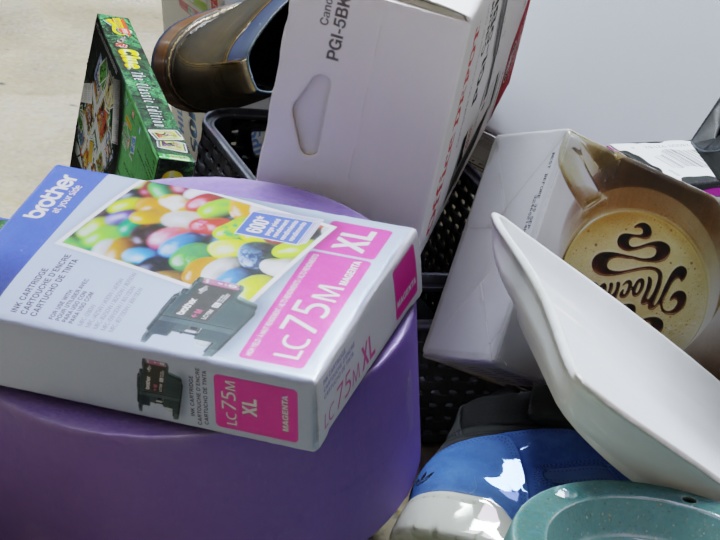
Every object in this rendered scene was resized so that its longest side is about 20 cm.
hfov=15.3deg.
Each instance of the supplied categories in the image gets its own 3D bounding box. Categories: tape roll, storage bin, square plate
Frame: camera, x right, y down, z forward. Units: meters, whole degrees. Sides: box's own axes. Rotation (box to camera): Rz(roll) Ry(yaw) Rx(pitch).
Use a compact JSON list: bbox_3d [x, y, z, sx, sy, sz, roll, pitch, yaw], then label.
[{"bbox_3d":[-0.074,0.046,1.154,0.199,0.085,0.200,-2,33,2],"label":"tape roll"},{"bbox_3d":[0.000,0.000,1.351,0.135,0.094,0.200,1,25,-24],"label":"storage bin"},{"bbox_3d":[0.136,0.070,1.101,0.198,0.028,0.200,38,11,-17],"label":"square plate"}]

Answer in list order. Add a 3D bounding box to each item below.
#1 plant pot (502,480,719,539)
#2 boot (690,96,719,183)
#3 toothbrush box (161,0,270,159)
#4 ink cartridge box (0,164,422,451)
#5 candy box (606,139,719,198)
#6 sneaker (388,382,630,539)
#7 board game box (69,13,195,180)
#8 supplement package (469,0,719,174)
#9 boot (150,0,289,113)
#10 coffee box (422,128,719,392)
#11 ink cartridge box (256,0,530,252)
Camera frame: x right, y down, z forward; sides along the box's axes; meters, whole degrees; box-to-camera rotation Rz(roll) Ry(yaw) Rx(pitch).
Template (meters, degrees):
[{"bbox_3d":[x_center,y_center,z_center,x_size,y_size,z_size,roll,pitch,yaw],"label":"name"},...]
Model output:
[{"bbox_3d":[0.098,0.161,0.975,0.200,0.135,0.200,10,24,-4],"label":"plant pot"},{"bbox_3d":[0.212,0.018,1.161,0.065,0.200,0.165,-25,15,15],"label":"boot"},{"bbox_3d":[-0.009,-0.146,1.554,0.200,0.146,0.086,-19,35,-25],"label":"toothbrush box"},{"bbox_3d":[-0.088,0.009,1.101,0.199,0.042,0.119,9,34,19],"label":"ink cartridge box"},{"bbox_3d":[0.207,0.003,1.388,0.199,0.137,0.061,-6,26,-34],"label":"candy box"},{"bbox_3d":[0.123,0.107,1.150,0.199,0.077,0.111,13,50,18],"label":"sneaker"},{"bbox_3d":[-0.122,-0.050,1.391,0.023,0.105,0.200,8,24,-18],"label":"board game box"},{"bbox_3d":[0.144,-0.107,1.481,0.200,0.156,0.111,27,-9,-15],"label":"supplement package"},{"bbox_3d":[-0.007,-0.137,1.430,0.200,0.075,0.097,-32,18,-20],"label":"boot"},{"bbox_3d":[0.144,0.023,1.252,0.200,0.113,0.080,23,-8,-22],"label":"coffee box"},{"bbox_3d":[0.026,-0.113,1.278,0.083,0.147,0.200,18,35,8],"label":"ink cartridge box"}]
